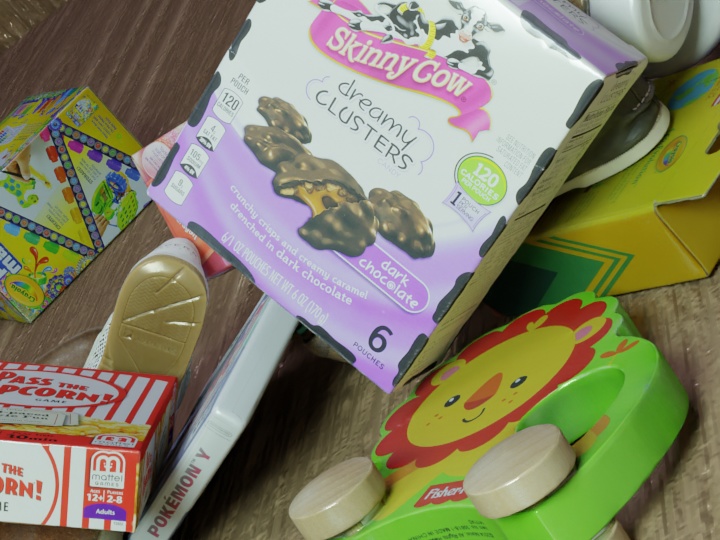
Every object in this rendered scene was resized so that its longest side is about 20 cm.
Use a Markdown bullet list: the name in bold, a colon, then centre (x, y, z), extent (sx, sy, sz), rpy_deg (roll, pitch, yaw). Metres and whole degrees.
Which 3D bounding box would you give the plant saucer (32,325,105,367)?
- **plant saucer**: centre (-0.243, 0.123, 1.461), extent (0.200, 0.037, 0.200), rpy_deg (-36, 19, 14)

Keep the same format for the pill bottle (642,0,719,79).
- **pill bottle**: centre (0.193, -0.193, 1.136), extent (0.114, 0.114, 0.200), rpy_deg (-25, 8, 39)

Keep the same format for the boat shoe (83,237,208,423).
- **boat shoe**: centre (-0.140, 0.070, 1.253), extent (0.069, 0.071, 0.200), rpy_deg (-78, 13, -67)

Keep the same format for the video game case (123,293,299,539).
- **video game case**: centre (-0.080, 0.076, 1.159), extent (0.182, 0.023, 0.200), rpy_deg (-56, 6, 39)

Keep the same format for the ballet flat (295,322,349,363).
- **ballet flat**: centre (0.036, -0.029, 1.138), extent (0.200, 0.067, 0.068), rpy_deg (-58, 9, 22)

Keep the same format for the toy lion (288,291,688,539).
- **toy lion**: centre (0.073, 0.073, 0.924), extent (0.200, 0.069, 0.192), rpy_deg (-16, 23, 51)

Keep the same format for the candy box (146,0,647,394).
- **candy box**: centre (0.014, -0.071, 0.989), extent (0.200, 0.168, 0.072), rpy_deg (-57, -14, 25)

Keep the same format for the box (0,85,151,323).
- **box**: centre (-0.315, -0.063, 1.891), extent (0.193, 0.122, 0.200), rpy_deg (-47, 20, -17)

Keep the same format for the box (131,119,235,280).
- **box**: centre (-0.040, -0.074, 1.307), extent (0.103, 0.095, 0.200), rpy_deg (-30, -2, 31)

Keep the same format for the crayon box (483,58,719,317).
- **crayon box**: centre (0.149, -0.046, 1.044), extent (0.200, 0.051, 0.127), rpy_deg (-14, 33, 55)

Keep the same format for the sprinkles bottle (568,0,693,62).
- **sprinkles bottle**: centre (0.074, -0.146, 1.064), extent (0.200, 0.068, 0.068), rpy_deg (6, 45, 35)

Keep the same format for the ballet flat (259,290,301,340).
- **ballet flat**: centre (0.000, 0.000, 1.230), extent (0.200, 0.069, 0.063), rpy_deg (-31, 29, 53)

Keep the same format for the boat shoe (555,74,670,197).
- **boat shoe**: centre (0.067, -0.051, 1.047), extent (0.200, 0.057, 0.067), rpy_deg (-32, 22, 27)

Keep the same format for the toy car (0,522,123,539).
- **toy car**: centre (-0.246, 0.160, 1.087), extent (0.158, 0.200, 0.164), rpy_deg (-56, 18, 9)

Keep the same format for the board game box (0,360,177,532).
- **board game box**: centre (-0.185, 0.092, 1.098), extent (0.151, 0.046, 0.200), rpy_deg (5, 8, -1)
